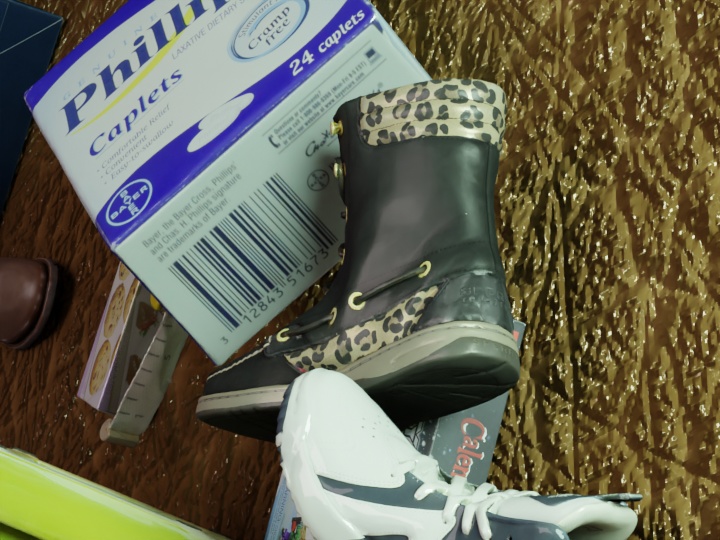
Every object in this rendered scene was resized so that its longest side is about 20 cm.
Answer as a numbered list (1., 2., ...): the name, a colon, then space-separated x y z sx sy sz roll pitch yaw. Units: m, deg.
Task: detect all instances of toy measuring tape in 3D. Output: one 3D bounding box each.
1. toy measuring tape: -0.113 0.006 1.430 0.200 0.073 0.074 -64 31 14

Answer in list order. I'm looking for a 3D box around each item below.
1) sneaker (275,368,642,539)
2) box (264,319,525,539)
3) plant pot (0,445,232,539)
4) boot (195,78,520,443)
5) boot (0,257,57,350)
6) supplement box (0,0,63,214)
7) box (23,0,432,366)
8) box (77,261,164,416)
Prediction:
1. sneaker: 0.057 0.105 1.036 0.130 0.079 0.199 -39 69 27
2. box: 0.007 0.112 1.200 0.137 0.038 0.200 6 81 60
3. plant pot: -0.161 0.198 1.237 0.200 0.199 0.182 84 -152 -83
4. boot: 0.000 0.000 1.156 0.200 0.073 0.151 -20 59 48
5. boot: -0.329 0.003 1.663 0.186 0.200 0.064 -12 65 57
6. supplement box: -0.349 -0.132 1.834 0.200 0.134 0.200 23 95 60
7. box: -0.066 -0.082 1.293 0.184 0.105 0.200 -41 34 2
8. box: -0.123 -0.006 1.482 0.041 0.039 0.200 24 96 59
